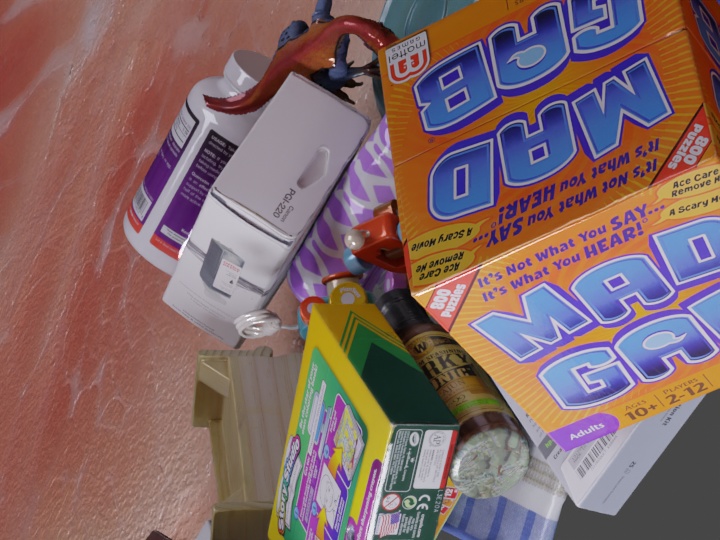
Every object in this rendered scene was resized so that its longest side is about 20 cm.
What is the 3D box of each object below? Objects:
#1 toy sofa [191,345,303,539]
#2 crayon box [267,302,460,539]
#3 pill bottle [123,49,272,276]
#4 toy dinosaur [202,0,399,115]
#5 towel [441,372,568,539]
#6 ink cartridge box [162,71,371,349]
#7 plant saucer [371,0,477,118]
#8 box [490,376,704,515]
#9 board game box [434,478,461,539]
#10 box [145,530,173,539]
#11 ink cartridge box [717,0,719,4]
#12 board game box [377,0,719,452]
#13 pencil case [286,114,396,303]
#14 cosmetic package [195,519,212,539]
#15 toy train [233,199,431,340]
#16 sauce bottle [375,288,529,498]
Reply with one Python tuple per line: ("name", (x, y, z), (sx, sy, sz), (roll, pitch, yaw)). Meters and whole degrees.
("toy sofa", (-0.080, 0.155, 1.935), (0.201, 0.097, 0.083), (-102, 16, -50))
("crayon box", (-0.001, 0.151, 1.727), (0.173, 0.058, 0.202), (-124, 41, -56))
("pill bottle", (-0.126, -0.095, 2.188), (0.201, 0.112, 0.113), (-59, 30, 21))
("toy dinosaur", (-0.027, -0.167, 1.964), (0.200, 0.105, 0.181), (-39, 2, 0))
("towel", (0.120, 0.104, 1.712), (0.147, 0.024, 0.202), (17, 91, 60))
("ink cartridge box", (-0.079, -0.047, 1.993), (0.146, 0.084, 0.200), (-58, 1, -31))
("plant saucer", (0.062, -0.204, 2.001), (0.200, 0.027, 0.202), (-40, 40, 45))
("box", (0.156, 0.039, 1.626), (0.156, 0.041, 0.200), (-56, 42, 21))
("board game box", (0.020, 0.132, 1.815), (0.096, 0.030, 0.200), (-61, 28, 16))
("box", (-0.097, 0.278, 1.790), (0.075, 0.100, 0.199), (-47, 38, -14))
("ink cartridge box", (0.177, -0.196, 1.642), (0.094, 0.044, 0.200), (-39, 44, 1))
("board game box", (0.152, -0.050, 1.483), (0.199, 0.200, 0.201), (-24, 48, 20))
("pencil case", (0.019, -0.045, 1.932), (0.086, 0.084, 0.201), (52, 123, 31))
("cosmetic package", (-0.096, 0.306, 1.933), (0.102, 0.071, 0.200), (-59, 29, 23))
("toy train", (0.000, 0.000, 1.840), (0.199, 0.149, 0.056), (-28, 56, 40))
("sauce bottle", (0.058, 0.082, 1.739), (0.065, 0.064, 0.200), (-61, 34, 19))
